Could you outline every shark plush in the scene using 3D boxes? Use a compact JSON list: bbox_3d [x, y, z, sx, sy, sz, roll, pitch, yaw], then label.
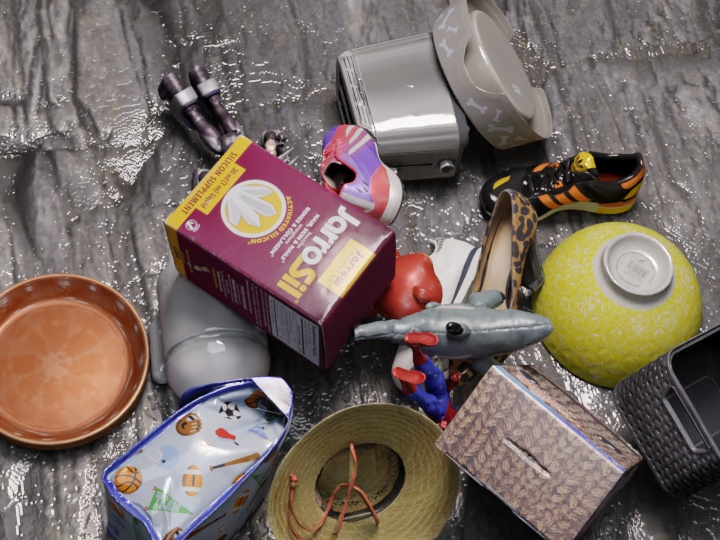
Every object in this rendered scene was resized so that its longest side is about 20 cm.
[{"bbox_3d":[0.090,0.051,1.383,0.197,0.083,0.092,13,84,-15],"label":"shark plush"}]

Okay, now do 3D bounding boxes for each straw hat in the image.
[{"bbox_3d":[-0.005,0.207,1.400,0.198,0.204,0.085,-7,20,-10],"label":"straw hat"}]

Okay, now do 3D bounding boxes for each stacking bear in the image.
[{"bbox_3d":[0.000,0.000,1.478,0.198,0.122,0.114,23,65,26],"label":"stacking bear"}]

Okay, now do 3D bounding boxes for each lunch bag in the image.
[{"bbox_3d":[-0.152,0.198,1.348,0.199,0.171,0.124,-38,75,-23],"label":"lunch bag"}]

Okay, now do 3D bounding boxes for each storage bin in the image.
[{"bbox_3d":[0.378,0.135,1.440,0.198,0.094,0.136,-20,75,-40],"label":"storage bin"}]

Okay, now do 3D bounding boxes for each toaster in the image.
[{"bbox_3d":[0.045,-0.197,1.629,0.127,0.114,0.202,-10,63,-9],"label":"toaster"}]

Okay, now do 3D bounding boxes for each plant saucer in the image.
[{"bbox_3d":[-0.324,0.098,1.465,0.197,0.032,0.203,3,59,-4],"label":"plant saucer"}]

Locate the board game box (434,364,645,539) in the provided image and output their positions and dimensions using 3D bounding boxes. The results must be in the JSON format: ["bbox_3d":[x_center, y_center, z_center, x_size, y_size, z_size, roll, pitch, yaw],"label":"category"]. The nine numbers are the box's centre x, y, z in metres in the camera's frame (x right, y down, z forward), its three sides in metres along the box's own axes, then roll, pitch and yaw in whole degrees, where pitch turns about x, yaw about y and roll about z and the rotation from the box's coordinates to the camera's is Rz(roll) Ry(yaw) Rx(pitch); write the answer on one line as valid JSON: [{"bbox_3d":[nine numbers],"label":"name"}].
[{"bbox_3d":[0.184,0.180,1.367,0.159,0.200,0.097,39,99,15],"label":"board game box"}]

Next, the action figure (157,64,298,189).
[{"bbox_3d":[-0.155,-0.151,1.610,0.129,0.070,0.201,-26,70,-27],"label":"action figure"}]

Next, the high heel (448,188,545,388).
[{"bbox_3d":[0.132,0.016,1.461,0.071,0.144,0.201,13,51,33],"label":"high heel"}]

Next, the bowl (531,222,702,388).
[{"bbox_3d":[0.298,0.020,1.534,0.197,0.108,0.203,3,60,-5],"label":"bowl"}]

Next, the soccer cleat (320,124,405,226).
[{"bbox_3d":[-0.015,-0.114,1.491,0.072,0.069,0.200,16,23,-26],"label":"soccer cleat"}]

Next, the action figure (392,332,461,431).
[{"bbox_3d":[0.077,0.132,1.395,0.051,0.201,0.066,8,64,17],"label":"action figure"}]

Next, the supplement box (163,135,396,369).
[{"bbox_3d":[-0.079,-0.019,1.376,0.199,0.104,0.131,31,66,16],"label":"supplement box"}]

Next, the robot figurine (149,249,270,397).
[{"bbox_3d":[-0.157,0.061,1.457,0.168,0.113,0.202,-27,57,26],"label":"robot figurine"}]

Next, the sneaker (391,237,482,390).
[{"bbox_3d":[0.075,0.048,1.523,0.080,0.077,0.201,19,55,19],"label":"sneaker"}]

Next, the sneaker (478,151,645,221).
[{"bbox_3d":[0.238,-0.109,1.611,0.197,0.090,0.071,-4,60,-9],"label":"sneaker"}]

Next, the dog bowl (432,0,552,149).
[{"bbox_3d":[0.154,-0.235,1.629,0.058,0.199,0.202,-27,59,24],"label":"dog bowl"}]
